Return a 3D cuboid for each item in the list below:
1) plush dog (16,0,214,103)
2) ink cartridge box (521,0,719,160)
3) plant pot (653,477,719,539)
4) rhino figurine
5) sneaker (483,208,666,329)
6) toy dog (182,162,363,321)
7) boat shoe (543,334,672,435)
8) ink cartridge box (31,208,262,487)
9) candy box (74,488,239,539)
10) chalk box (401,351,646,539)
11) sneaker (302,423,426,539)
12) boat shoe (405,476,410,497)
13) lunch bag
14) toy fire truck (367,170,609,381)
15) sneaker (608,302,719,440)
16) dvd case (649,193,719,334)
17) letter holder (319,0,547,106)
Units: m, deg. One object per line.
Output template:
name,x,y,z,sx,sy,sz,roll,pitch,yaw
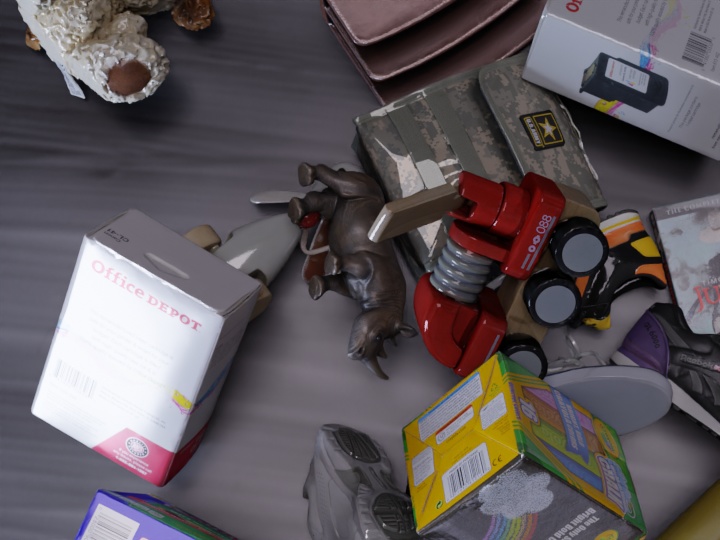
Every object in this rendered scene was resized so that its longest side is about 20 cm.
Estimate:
plush dog,-0.241,-0.276,1.355,0.172,0.160,0.200,-42,107,-18
ink cartridge box,0.266,-0.209,1.282,0.199,0.083,0.146,24,49,5
plant pot,0.319,0.275,1.174,0.200,0.201,0.189,37,69,10
rhino figurine,0.000,0.000,1.236,0.087,0.060,0.201,-5,73,-35
sneaker,0.187,0.024,1.284,0.200,0.070,0.090,-29,77,-3
toy dog,-0.081,-0.019,1.315,0.199,0.096,0.132,-15,75,-14
boat shoe,0.182,0.104,1.257,0.201,0.075,0.086,-14,34,24
ink cartridge box,-0.192,0.070,1.246,0.147,0.086,0.201,30,118,9
candy box,-0.145,0.257,1.196,0.169,0.200,0.077,25,80,7
chalk box,0.151,0.186,1.175,0.200,0.124,0.124,35,118,-29
sneaker,0.001,0.227,1.222,0.078,0.200,0.100,15,113,-26
boat shoe,0.072,0.250,1.248,0.074,0.076,0.201,13,81,-8
lunch bag,0.114,-0.097,1.291,0.199,0.118,0.165,-24,80,-7
toy fire truck,0.086,-0.003,1.165,0.199,0.129,0.177,20,110,-14
sneaker,0.323,0.101,1.233,0.200,0.076,0.088,36,95,23
dvd case,0.364,0.023,1.297,0.145,0.022,0.201,-12,78,2
letter holder,0.080,-0.256,1.331,0.200,0.101,0.142,-32,81,-3
